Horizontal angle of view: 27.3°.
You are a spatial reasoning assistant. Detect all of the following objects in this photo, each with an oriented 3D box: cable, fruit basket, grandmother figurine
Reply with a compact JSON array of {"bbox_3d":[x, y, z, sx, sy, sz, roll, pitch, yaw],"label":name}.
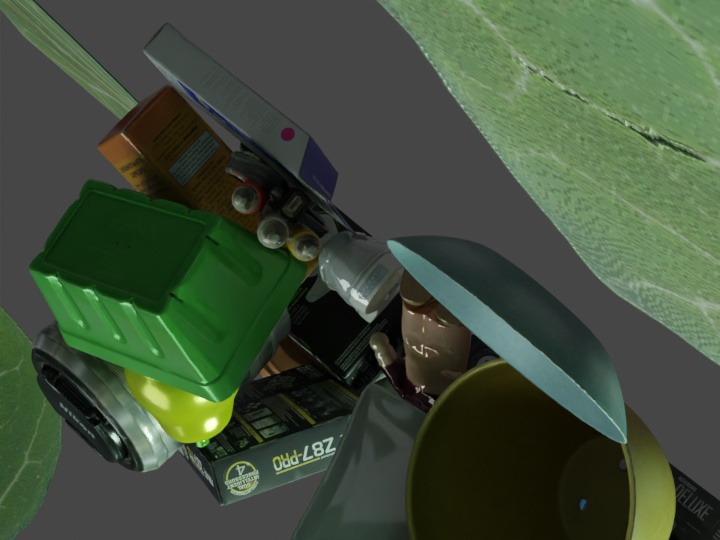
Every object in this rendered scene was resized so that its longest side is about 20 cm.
[{"bbox_3d":[-0.068,-0.046,1.155,0.097,0.050,0.200,39,178,-2],"label":"cable"},{"bbox_3d":[-0.143,0.040,1.189,0.215,0.156,0.216,28,162,10],"label":"fruit basket"},{"bbox_3d":[0.063,0.088,1.219,0.121,0.061,0.200,37,145,26],"label":"grandmother figurine"}]

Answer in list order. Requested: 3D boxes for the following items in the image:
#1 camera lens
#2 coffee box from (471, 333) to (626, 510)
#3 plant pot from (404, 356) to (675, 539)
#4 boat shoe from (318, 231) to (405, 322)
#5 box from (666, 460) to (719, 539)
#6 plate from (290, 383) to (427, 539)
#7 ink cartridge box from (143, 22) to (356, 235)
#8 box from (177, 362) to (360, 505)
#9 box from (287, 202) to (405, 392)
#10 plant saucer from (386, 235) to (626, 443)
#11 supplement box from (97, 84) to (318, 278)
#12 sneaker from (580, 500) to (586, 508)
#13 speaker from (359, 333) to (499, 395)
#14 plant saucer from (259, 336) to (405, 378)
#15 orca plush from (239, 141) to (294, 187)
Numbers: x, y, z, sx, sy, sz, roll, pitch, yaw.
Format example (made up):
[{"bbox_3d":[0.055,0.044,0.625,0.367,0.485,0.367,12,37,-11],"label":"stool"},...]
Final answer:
[{"bbox_3d":[-0.182,0.069,1.336,0.160,0.200,0.160,39,158,20],"label":"camera lens"},{"bbox_3d":[0.156,0.149,1.427,0.113,0.080,0.200,43,176,-35],"label":"coffee box"},{"bbox_3d":[0.154,0.169,1.099,0.142,0.200,0.200,12,-161,-47],"label":"plant pot"},{"bbox_3d":[0.000,0.000,1.240,0.068,0.072,0.200,41,-173,6],"label":"boat shoe"},{"bbox_3d":[0.258,0.262,1.153,0.200,0.158,0.050,37,175,35],"label":"box"},{"bbox_3d":[0.054,0.207,1.146,0.200,0.200,0.032,32,134,-3],"label":"plate"},{"bbox_3d":[-0.077,-0.109,1.146,0.200,0.037,0.095,42,178,19],"label":"ink cartridge box"},{"bbox_3d":[-0.084,0.146,1.381,0.200,0.161,0.049,-158,51,-69],"label":"box"},{"bbox_3d":[-0.039,0.012,1.462,0.200,0.124,0.149,41,175,15],"label":"box"},{"bbox_3d":[0.104,0.033,0.955,0.201,0.039,0.201,41,177,3],"label":"plant saucer"},{"bbox_3d":[-0.125,-0.058,1.251,0.200,0.069,0.066,46,153,-16],"label":"supplement box"},{"bbox_3d":[0.143,0.197,1.253,0.078,0.200,0.070,37,155,-11],"label":"sneaker"},{"bbox_3d":[0.068,0.119,1.362,0.081,0.081,0.200,41,148,-11],"label":"speaker"},{"bbox_3d":[-0.023,0.060,1.570,0.200,0.200,0.038,40,143,16],"label":"plant saucer"},{"bbox_3d":[-0.083,-0.078,1.316,0.105,0.071,0.200,21,146,27],"label":"orca plush"}]
